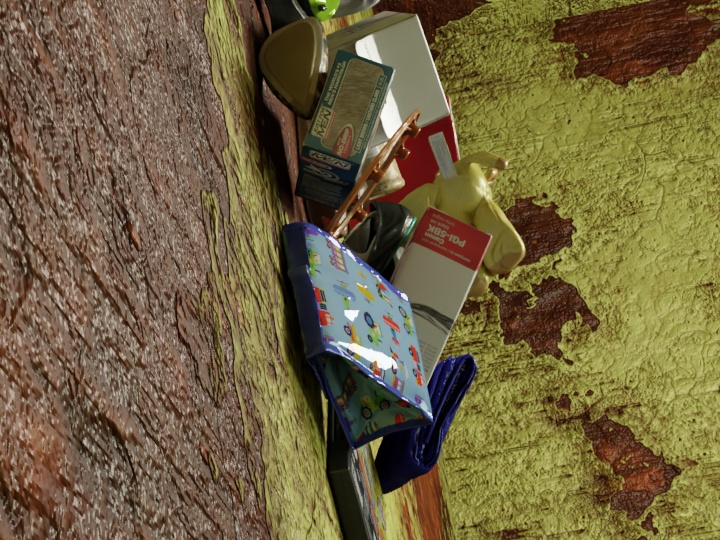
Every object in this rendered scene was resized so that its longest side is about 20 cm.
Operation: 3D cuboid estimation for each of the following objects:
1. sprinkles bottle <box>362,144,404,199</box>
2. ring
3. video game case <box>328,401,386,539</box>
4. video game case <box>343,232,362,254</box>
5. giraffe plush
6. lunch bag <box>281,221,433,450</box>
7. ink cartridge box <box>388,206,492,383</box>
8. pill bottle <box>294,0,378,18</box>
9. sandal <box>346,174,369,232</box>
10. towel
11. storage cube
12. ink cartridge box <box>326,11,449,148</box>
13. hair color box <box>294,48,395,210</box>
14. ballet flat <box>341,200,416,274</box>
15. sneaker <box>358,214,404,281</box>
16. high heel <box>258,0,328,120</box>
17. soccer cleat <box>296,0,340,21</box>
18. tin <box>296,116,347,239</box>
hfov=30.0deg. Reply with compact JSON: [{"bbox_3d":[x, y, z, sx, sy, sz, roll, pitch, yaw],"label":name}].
[{"bbox_3d":[-0.004,-0.196,1.799,0.068,0.068,0.202,-2,73,-85],"label":"sprinkles bottle"},{"bbox_3d":[0.006,-0.077,1.369,0.019,0.201,0.200,35,6,1],"label":"ring"},{"bbox_3d":[-0.002,0.232,1.412,0.181,0.025,0.202,-90,168,-60],"label":"video game case"},{"bbox_3d":[0.003,0.062,1.682,0.200,0.022,0.184,92,-11,-78],"label":"video game case"},{"bbox_3d":[0.120,-0.068,1.690,0.162,0.171,0.202,-12,99,-82],"label":"giraffe plush"},{"bbox_3d":[-0.015,0.052,1.276,0.200,0.093,0.152,54,20,-50],"label":"lunch bag"},{"bbox_3d":[0.061,0.049,1.500,0.147,0.082,0.201,115,0,-75],"label":"ink cartridge box"},{"bbox_3d":[-0.047,-0.417,1.628,0.120,0.118,0.202,26,55,-84],"label":"pill bottle"},{"bbox_3d":[-0.017,-0.103,1.693,0.201,0.057,0.081,-83,162,-69],"label":"sandal"},{"bbox_3d":[0.064,0.180,1.571,0.148,0.049,0.200,-63,-176,-23],"label":"towel"},{"bbox_3d":[0.058,-0.139,1.933,0.171,0.178,0.202,-85,165,-71],"label":"storage cube"},{"bbox_3d":[0.017,-0.229,1.620,0.200,0.124,0.130,-133,-159,-73],"label":"ink cartridge box"},{"bbox_3d":[-0.018,-0.131,1.313,0.200,0.060,0.101,115,-6,-79],"label":"hair color box"},{"bbox_3d":[0.000,0.000,1.558,0.201,0.068,0.068,-65,-175,-33],"label":"ballet flat"},{"bbox_3d":[0.037,0.031,1.718,0.080,0.070,0.202,-90,165,-65],"label":"sneaker"},{"bbox_3d":[-0.056,-0.198,1.360,0.143,0.071,0.201,66,8,-55],"label":"high heel"},{"bbox_3d":[-0.073,-0.350,1.384,0.068,0.081,0.201,-45,134,-26],"label":"soccer cleat"},{"bbox_3d":[-0.045,-0.124,1.559,0.112,0.041,0.201,67,13,-51],"label":"tin"}]
